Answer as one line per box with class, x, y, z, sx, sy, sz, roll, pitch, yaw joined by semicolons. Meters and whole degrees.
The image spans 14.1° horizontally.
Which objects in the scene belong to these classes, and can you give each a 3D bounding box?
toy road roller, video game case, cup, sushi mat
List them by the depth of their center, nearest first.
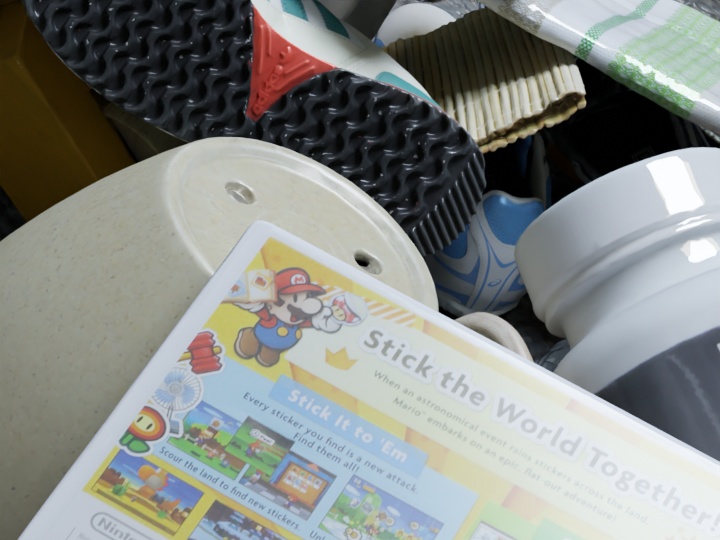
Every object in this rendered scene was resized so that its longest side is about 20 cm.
video game case;0.009;0.097;0.827;0.200;0.023;0.182;28;58;12
cup;-0.052;0.041;0.970;0.200;0.143;0.200;25;33;-17
toy road roller;-0.138;-0.099;1.105;0.200;0.146;0.123;56;47;-20
sushi mat;0.041;-0.077;1.187;0.200;0.096;0.012;-91;159;-72

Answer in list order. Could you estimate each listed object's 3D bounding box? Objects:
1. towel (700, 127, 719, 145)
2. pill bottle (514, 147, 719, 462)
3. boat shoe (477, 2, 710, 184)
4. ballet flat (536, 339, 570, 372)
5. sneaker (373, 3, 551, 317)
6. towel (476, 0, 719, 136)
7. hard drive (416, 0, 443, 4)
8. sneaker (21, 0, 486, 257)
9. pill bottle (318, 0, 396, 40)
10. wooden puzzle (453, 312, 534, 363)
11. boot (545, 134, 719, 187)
towel;0.172;-0.095;1.401;0.192;0.035;0.200;36;15;27
pill bottle;0.126;0.065;0.938;0.111;0.111;0.200;-3;62;-45
boat shoe;0.101;-0.083;1.274;0.068;0.072;0.200;51;11;-54
ballet flat;0.154;0.090;1.189;0.200;0.066;0.057;23;51;-9
sneaker;0.048;-0.060;1.273;0.072;0.073;0.200;18;34;-23
towel;0.113;-0.102;1.192;0.200;0.031;0.149;30;15;7
hard drive;0.008;-0.155;1.109;0.140;0.038;0.200;30;20;14
sneaker;-0.046;-0.077;1.046;0.200;0.070;0.093;34;3;-9
pill bottle;-0.083;-0.157;1.235;0.200;0.112;0.112;35;31;7
wooden puzzle;0.071;0.139;0.943;0.037;0.185;0.200;-20;52;-11
boot;0.144;-0.017;1.318;0.144;0.071;0.201;33;26;7
